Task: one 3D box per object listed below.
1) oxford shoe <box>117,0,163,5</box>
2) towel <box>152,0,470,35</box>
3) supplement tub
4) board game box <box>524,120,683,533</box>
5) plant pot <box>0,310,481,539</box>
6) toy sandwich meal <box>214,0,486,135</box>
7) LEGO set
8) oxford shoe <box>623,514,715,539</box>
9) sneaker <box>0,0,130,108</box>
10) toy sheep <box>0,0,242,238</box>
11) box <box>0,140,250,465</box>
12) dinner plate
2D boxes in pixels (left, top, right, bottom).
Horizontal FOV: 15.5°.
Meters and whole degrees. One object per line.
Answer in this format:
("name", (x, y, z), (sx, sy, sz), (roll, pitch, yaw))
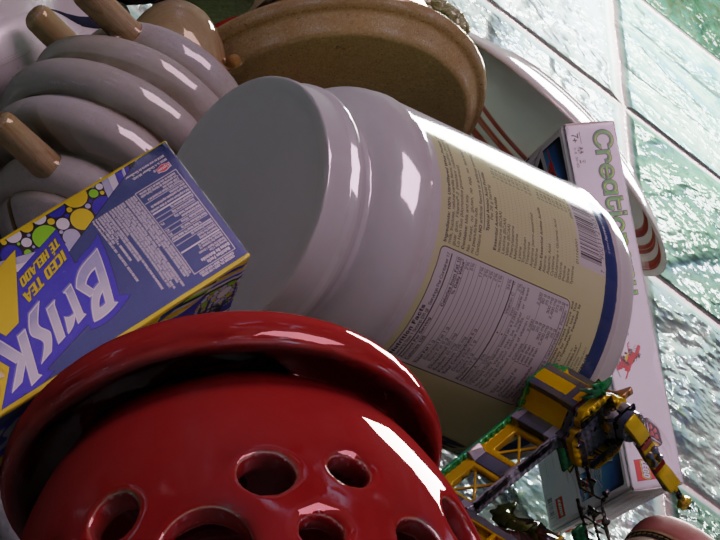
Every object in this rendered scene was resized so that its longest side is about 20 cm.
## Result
("oxford shoe", (-0.184, -0.179, 1.452), (0.199, 0.073, 0.084), (14, -12, -6))
("towel", (-0.034, -0.146, 1.521), (0.199, 0.149, 0.037), (25, 64, 7))
("supplement tub", (0.016, -0.001, 1.244), (0.199, 0.145, 0.145), (22, 32, -39))
("board game box", (0.121, 0.033, 1.443), (0.034, 0.126, 0.201), (-5, 77, -18))
("plant pot", (-0.041, 0.129, 1.006), (0.200, 0.200, 0.183), (25, 40, -34))
("toy sandwich meal", (-0.023, -0.097, 1.428), (0.204, 0.205, 0.071), (22, 43, -38))
("LEGO set", (0.103, 0.155, 1.204), (0.153, 0.201, 0.116), (-29, 38, -30))
("oxford shoe", (0.199, 0.201, 1.334), (0.199, 0.071, 0.075), (27, 37, 30))
("sneaker", (-0.159, -0.095, 1.377), (0.081, 0.076, 0.200), (58, 28, 10))
("toy sheep", (-0.124, -0.053, 1.287), (0.138, 0.138, 0.201), (37, 61, -13))
("box", (-0.144, 0.033, 1.060), (0.199, 0.070, 0.064), (-32, 76, -24))
("dinner plate", (0.111, -0.075, 1.547), (0.200, 0.024, 0.200), (45, -11, 11))
